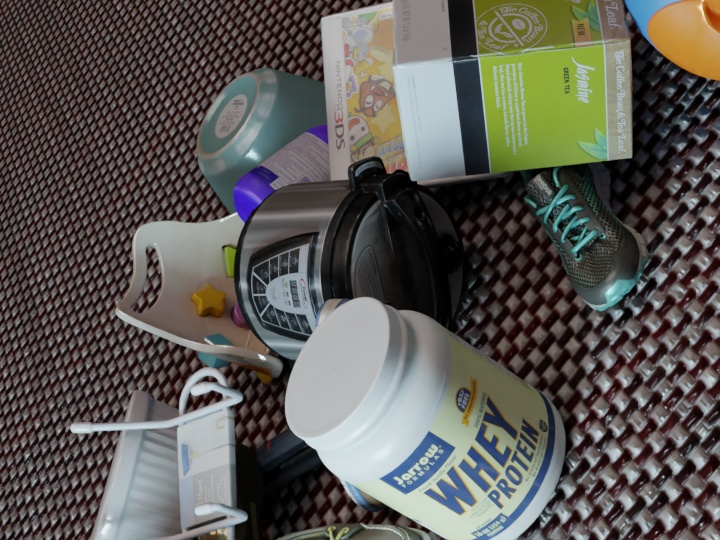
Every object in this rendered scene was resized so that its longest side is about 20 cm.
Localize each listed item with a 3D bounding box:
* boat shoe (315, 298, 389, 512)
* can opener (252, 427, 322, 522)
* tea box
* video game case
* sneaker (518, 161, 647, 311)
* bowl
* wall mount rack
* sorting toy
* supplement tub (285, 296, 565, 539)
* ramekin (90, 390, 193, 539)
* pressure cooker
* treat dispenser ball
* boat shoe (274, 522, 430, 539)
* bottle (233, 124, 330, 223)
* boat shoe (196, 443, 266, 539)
[{"bbox_3d":[0.014,0.122,1.468,0.072,0.202,0.072,0,27,28],"label":"boat shoe"},{"bbox_3d":[-0.074,0.180,1.631,0.199,0.063,0.079,-37,40,32],"label":"can opener"},{"bbox_3d":[0.127,-0.199,1.452,0.194,0.134,0.201,-6,47,4],"label":"tea box"},{"bbox_3d":[0.051,-0.170,1.625,0.198,0.023,0.184,-7,85,34],"label":"video game case"},{"bbox_3d":[0.177,-0.045,1.443,0.078,0.091,0.201,-47,31,19],"label":"sneaker"},{"bbox_3d":[-0.116,-0.153,1.970,0.200,0.105,0.202,-36,37,33],"label":"bowl"},{"bbox_3d":[-0.182,0.186,1.564,0.173,0.074,0.202,-21,61,32],"label":"wall mount rack"},{"bbox_3d":[-0.159,0.021,1.774,0.107,0.178,0.202,113,170,-52],"label":"sorting toy"},{"bbox_3d":[0.052,0.122,1.361,0.145,0.199,0.146,-36,36,32],"label":"supplement tub"},{"bbox_3d":[-0.209,0.228,1.697,0.202,0.093,0.205,-164,90,-83],"label":"ramekin"},{"bbox_3d":[0.002,-0.002,1.569,0.199,0.176,0.180,1,61,45],"label":"pressure cooker"},{"bbox_3d":[0.302,-0.250,1.339,0.200,0.200,0.202,-36,36,32],"label":"treat dispenser ball"},{"bbox_3d":[-0.021,0.256,1.483,0.201,0.060,0.073,-22,45,46],"label":"boat shoe"},{"bbox_3d":[-0.039,-0.109,1.781,0.199,0.066,0.083,-38,60,-25],"label":"bottle"},{"bbox_3d":[-0.129,0.267,1.583,0.075,0.072,0.202,-15,65,25],"label":"boat shoe"}]
